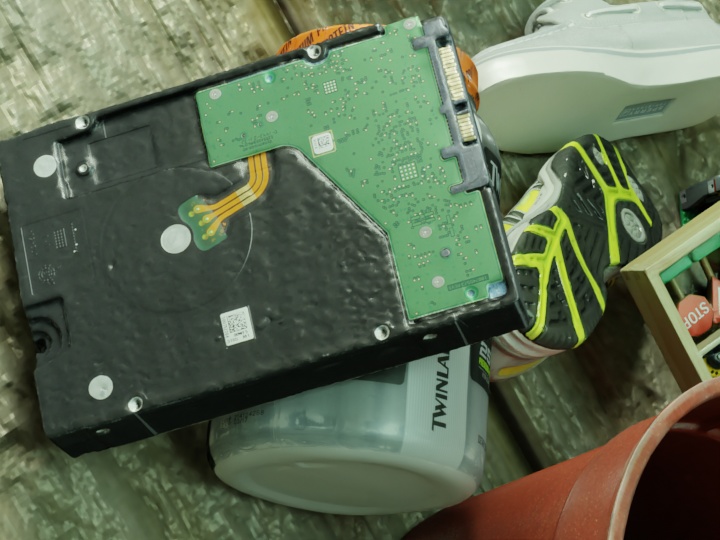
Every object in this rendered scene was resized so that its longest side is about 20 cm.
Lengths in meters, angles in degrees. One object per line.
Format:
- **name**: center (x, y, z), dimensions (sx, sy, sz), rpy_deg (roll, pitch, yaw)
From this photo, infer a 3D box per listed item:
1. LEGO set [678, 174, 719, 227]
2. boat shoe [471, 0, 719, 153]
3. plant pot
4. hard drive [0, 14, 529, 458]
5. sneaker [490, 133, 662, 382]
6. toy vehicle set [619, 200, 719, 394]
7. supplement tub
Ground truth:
- **LEGO set**: center (0.260, 0.019, 1.142), dimensions (0.154, 0.116, 0.200), rpy_deg (16, 68, -33)
- **boat shoe**: center (0.122, -0.112, 1.113), dimensions (0.200, 0.072, 0.069), rpy_deg (-12, 62, -32)
- **plant pot**: center (0.117, 0.161, 0.941), dimensions (0.201, 0.195, 0.201), rpy_deg (12, 70, -35)
- **hard drive**: center (-0.043, -0.016, 0.876), dimensions (0.038, 0.200, 0.140), rpy_deg (56, 18, -66)
- **sneaker**: center (0.090, -0.008, 1.056), dimensions (0.075, 0.076, 0.200), rpy_deg (56, 33, -3)
- **toy vehicle set**: center (0.236, 0.002, 1.055), dimensions (0.200, 0.027, 0.124), rpy_deg (-34, 101, -19)
- **supplement tub**: center (0.000, 0.000, 0.947), dimensions (0.122, 0.122, 0.200), rpy_deg (18, 67, -32)
